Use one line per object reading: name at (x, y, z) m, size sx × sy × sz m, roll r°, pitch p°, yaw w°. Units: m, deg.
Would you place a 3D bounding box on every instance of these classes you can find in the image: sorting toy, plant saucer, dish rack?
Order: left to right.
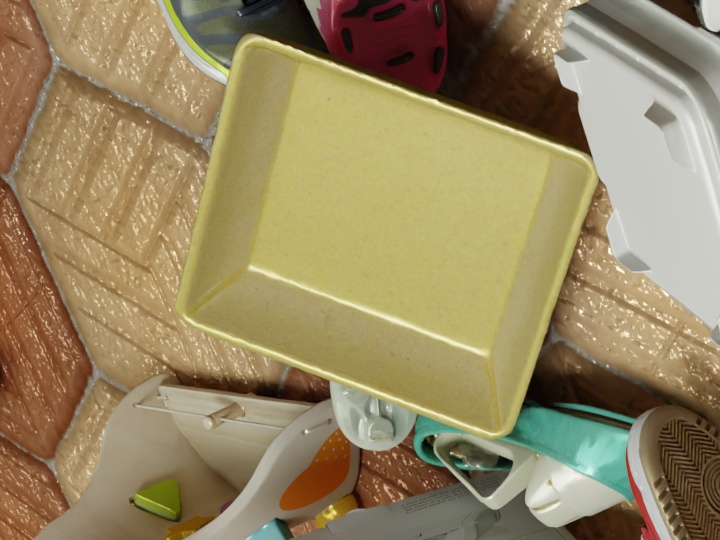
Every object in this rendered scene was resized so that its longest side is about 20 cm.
sorting toy at (-0.117, 0.154, 1.855) m, size 0.200 × 0.180 × 0.107 m, roll 4°, pitch 118°, yaw 52°
plant saucer at (0.016, -0.026, 1.568) m, size 0.199 × 0.048 × 0.200 m, roll 20°, pitch 129°, yaw 5°
dish rack at (0.150, -0.042, 1.399) m, size 0.200 × 0.043 × 0.172 m, roll -132°, pitch 21°, yaw -66°

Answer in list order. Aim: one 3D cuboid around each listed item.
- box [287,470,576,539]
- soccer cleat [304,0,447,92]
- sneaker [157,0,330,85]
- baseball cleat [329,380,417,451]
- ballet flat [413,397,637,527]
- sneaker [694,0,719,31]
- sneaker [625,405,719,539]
box at (0.030, 0.208, 1.635) m, size 0.176 × 0.199 × 0.097 m, roll -135°, pitch 29°, yaw -65°
soccer cleat at (-0.011, -0.181, 1.574) m, size 0.200 × 0.070 × 0.086 m, roll 66°, pitch 171°, yaw -16°
sneaker at (-0.083, -0.181, 1.654) m, size 0.200 × 0.074 × 0.081 m, roll 49°, pitch 142°, yaw 13°
baseball cleat at (0.000, 0.000, 1.683) m, size 0.106 × 0.069 × 0.201 m, roll -125°, pitch 38°, yaw -69°
ballet flat at (0.101, 0.105, 1.620) m, size 0.067 × 0.071 × 0.200 m, roll 33°, pitch 168°, yaw -38°
sneaker at (0.218, -0.188, 1.267) m, size 0.115 × 0.076 × 0.201 m, roll 15°, pitch 119°, yaw 16°
sneaker at (0.175, 0.160, 1.554) m, size 0.112 × 0.071 × 0.200 m, roll -11°, pitch 116°, yaw 54°
